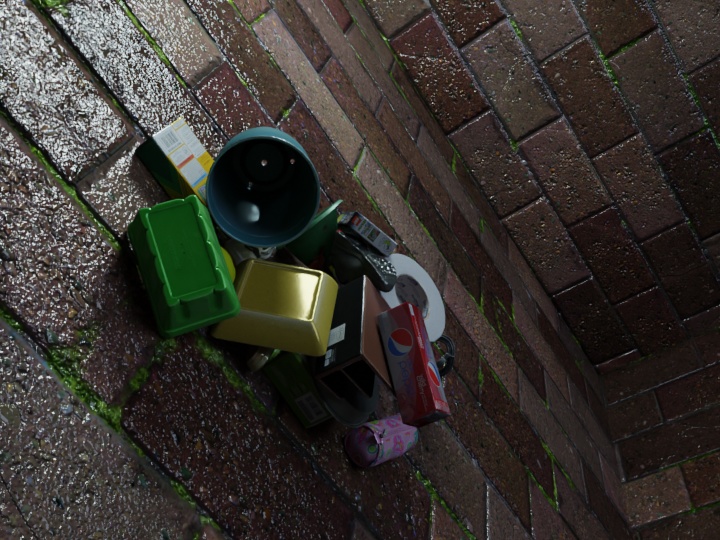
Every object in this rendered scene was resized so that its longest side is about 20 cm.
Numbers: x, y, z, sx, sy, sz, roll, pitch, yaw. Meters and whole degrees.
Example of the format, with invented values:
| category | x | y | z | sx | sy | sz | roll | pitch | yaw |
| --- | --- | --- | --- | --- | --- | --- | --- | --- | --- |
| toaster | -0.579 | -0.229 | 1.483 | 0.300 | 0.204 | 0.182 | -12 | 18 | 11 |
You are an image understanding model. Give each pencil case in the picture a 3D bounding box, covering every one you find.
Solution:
| category | x | y | z | sx | sy | sz | roll | pitch | yaw |
| --- | --- | --- | --- | --- | --- | --- | --- | --- | --- |
| pencil case | 0.048 | 0.344 | 1.439 | 0.199 | 0.087 | 0.089 | 10 | 56 | -62 |

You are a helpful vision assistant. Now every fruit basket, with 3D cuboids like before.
| category | x | y | z | sx | sy | sz | roll | pitch | yaw |
| --- | --- | --- | --- | --- | --- | --- | --- | --- | --- |
| fruit basket | -0.274 | -0.002 | 1.136 | 0.215 | 0.153 | 0.219 | 163 | -90 | -72 |

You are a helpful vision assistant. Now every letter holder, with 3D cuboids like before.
| category | x | y | z | sx | sy | sz | roll | pitch | yaw |
| --- | --- | --- | --- | --- | --- | --- | --- | --- | --- |
| letter holder | 0.004 | 0.138 | 1.273 | 0.142 | 0.100 | 0.202 | 49 | 26 | -31 |

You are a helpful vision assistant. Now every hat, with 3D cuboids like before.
| category | x | y | z | sx | sy | sz | roll | pitch | yaw |
| --- | --- | --- | --- | --- | --- | --- | --- | --- | --- |
| hat | -0.070 | -0.021 | 1.490 | 0.177 | 0.199 | 0.166 | 54 | 14 | -7 |

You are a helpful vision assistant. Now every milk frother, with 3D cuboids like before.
| category | x | y | z | sx | sy | sz | roll | pitch | yaw |
| --- | --- | --- | --- | --- | --- | --- | --- | --- | --- |
| milk frother | 0.146 | 0.165 | 1.703 | 0.202 | 0.179 | 0.187 | 62 | 24 | 9 |

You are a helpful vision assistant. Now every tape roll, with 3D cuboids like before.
| category | x | y | z | sx | sy | sz | roll | pitch | yaw |
| --- | --- | --- | --- | --- | --- | --- | --- | --- | --- |
| tape roll | 0.087 | 0.069 | 1.462 | 0.199 | 0.066 | 0.203 | 29 | 44 | -31 |

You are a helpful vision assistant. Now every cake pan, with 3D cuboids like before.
| category | x | y | z | sx | sy | sz | roll | pitch | yaw |
| --- | --- | --- | --- | --- | --- | --- | --- | --- | --- |
| cake pan | -0.028 | 0.191 | 1.320 | 0.200 | 0.036 | 0.202 | 46 | 29 | -33 |

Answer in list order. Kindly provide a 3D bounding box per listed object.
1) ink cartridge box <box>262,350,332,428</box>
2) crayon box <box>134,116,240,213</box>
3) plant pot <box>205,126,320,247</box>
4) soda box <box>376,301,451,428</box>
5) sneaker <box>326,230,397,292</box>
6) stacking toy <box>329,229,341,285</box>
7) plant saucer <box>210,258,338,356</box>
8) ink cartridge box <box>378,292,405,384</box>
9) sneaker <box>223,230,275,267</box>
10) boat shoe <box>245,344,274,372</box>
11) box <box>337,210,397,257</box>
| category | x | y | z | sx | sy | sz | roll | pitch | yaw |
| --- | --- | --- | --- | --- | --- | --- | --- | --- | --- |
| ink cartridge box | -0.087 | 0.178 | 1.354 | 0.149 | 0.075 | 0.200 | 56 | 23 | -12 |
| crayon box | -0.310 | -0.170 | 1.300 | 0.201 | 0.051 | 0.126 | 54 | 25 | -16 |
| plant pot | -0.175 | -0.172 | 1.294 | 0.201 | 0.199 | 0.189 | 50 | 12 | -24 |
| soda box | 0.089 | 0.162 | 1.218 | 0.063 | 0.069 | 0.203 | 32 | 38 | -56 |
| sneaker | 0.000 | 0.000 | 1.390 | 0.075 | 0.092 | 0.200 | 16 | 17 | -38 |
| stacking toy | -0.028 | -0.005 | 1.610 | 0.116 | 0.109 | 0.202 | 33 | 34 | -47 |
| plant saucer | -0.143 | 0.050 | 1.232 | 0.201 | 0.196 | 0.049 | -81 | -178 | -53 |
| ink cartridge box | 0.053 | 0.137 | 1.498 | 0.143 | 0.084 | 0.203 | 13 | 54 | -43 |
| sneaker | -0.188 | -0.064 | 1.391 | 0.076 | 0.087 | 0.200 | 55 | 23 | -9 |
| boat shoe | -0.184 | 0.095 | 1.263 | 0.066 | 0.074 | 0.201 | 37 | 29 | -23 |
| box | 0.007 | -0.077 | 1.497 | 0.110 | 0.035 | 0.200 | 39 | -3 | -10 |
